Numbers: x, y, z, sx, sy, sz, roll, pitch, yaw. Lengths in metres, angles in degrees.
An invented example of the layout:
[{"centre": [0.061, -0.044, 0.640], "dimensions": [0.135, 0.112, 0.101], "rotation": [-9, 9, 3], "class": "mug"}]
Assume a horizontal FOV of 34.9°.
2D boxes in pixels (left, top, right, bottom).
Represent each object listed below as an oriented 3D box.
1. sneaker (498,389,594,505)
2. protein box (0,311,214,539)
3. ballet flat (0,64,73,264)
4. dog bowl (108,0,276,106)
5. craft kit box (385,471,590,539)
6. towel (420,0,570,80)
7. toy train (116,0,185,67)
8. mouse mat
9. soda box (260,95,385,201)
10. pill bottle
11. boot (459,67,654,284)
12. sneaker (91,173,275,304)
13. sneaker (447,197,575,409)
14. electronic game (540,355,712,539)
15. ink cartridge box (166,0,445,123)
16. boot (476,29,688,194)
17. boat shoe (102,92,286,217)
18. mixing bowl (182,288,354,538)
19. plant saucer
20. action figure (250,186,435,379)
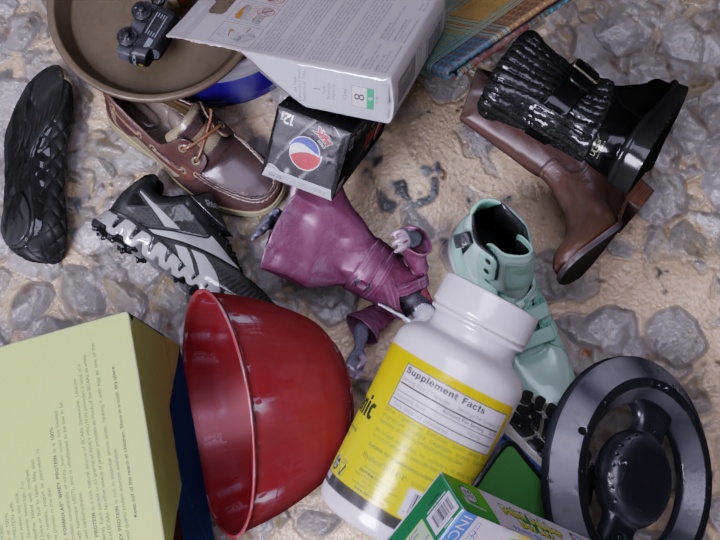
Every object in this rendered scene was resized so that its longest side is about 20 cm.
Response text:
[{"centre": [0.111, 0.144, 0.986], "dimensions": [0.199, 0.090, 0.078], "rotation": [35, 32, 12], "class": "sneaker"}, {"centre": [-0.243, 0.166, 0.934], "dimensions": [0.197, 0.135, 0.202], "rotation": [-15, 73, 5], "class": "protein box"}, {"centre": [-0.301, -0.101, 1.084], "dimensions": [0.065, 0.057, 0.203], "rotation": [-10, 65, 26], "class": "ballet flat"}, {"centre": [-0.141, -0.265, 1.110], "dimensions": [0.196, 0.079, 0.204], "rotation": [0, 72, 0], "class": "dog bowl"}, {"centre": [0.071, 0.261, 0.836], "dimensions": [0.201, 0.196, 0.049], "rotation": [-52, 34, 11], "class": "craft kit box"}, {"centre": [0.090, -0.226, 1.055], "dimensions": [0.146, 0.200, 0.022], "rotation": [-36, 117, -10], "class": "towel"}, {"centre": [-0.154, -0.267, 1.022], "dimensions": [0.045, 0.034, 0.202], "rotation": [25, 75, 4], "class": "toy train"}, {"centre": [0.113, 0.245, 0.911], "dimensions": [0.007, 0.200, 0.162], "rotation": [23, 70, 46], "class": "mouse mat"}, {"centre": [-0.022, -0.133, 1.013], "dimensions": [0.070, 0.200, 0.064], "rotation": [20, 116, 6], "class": "soda box"}, {"centre": [0.059, 0.110, 0.889], "dimensions": [0.110, 0.111, 0.202], "rotation": [27, 90, 9], "class": "pill bottle"}, {"centre": [0.153, -0.094, 1.036], "dimensions": [0.200, 0.065, 0.186], "rotation": [42, 39, 8], "class": "boot"}, {"centre": [-0.144, -0.023, 1.041], "dimensions": [0.198, 0.067, 0.091], "rotation": [32, 78, 12], "class": "sneaker"}, {"centre": [0.134, 0.035, 0.996], "dimensions": [0.073, 0.118, 0.203], "rotation": [-24, 76, -9], "class": "sneaker"}, {"centre": [0.224, 0.173, 0.948], "dimensions": [0.197, 0.041, 0.204], "rotation": [5, 81, -34], "class": "electronic game"}, {"centre": [-0.042, -0.202, 0.977], "dimensions": [0.197, 0.051, 0.162], "rotation": [12, 42, 15], "class": "ink cartridge box"}, {"centre": [0.203, -0.154, 1.028], "dimensions": [0.156, 0.211, 0.080], "rotation": [30, 116, 13], "class": "boot"}, {"centre": [-0.159, -0.121, 1.068], "dimensions": [0.199, 0.072, 0.073], "rotation": [35, 76, 10], "class": "boat shoe"}, {"centre": [-0.072, 0.111, 0.952], "dimensions": [0.107, 0.200, 0.203], "rotation": [-5, 71, -23], "class": "mixing bowl"}, {"centre": [-0.186, -0.242, 1.046], "dimensions": [0.196, 0.030, 0.204], "rotation": [0, 73, 0], "class": "plant saucer"}, {"centre": [0.000, 0.000, 1.035], "dimensions": [0.199, 0.149, 0.135], "rotation": [36, 104, -8], "class": "action figure"}]
